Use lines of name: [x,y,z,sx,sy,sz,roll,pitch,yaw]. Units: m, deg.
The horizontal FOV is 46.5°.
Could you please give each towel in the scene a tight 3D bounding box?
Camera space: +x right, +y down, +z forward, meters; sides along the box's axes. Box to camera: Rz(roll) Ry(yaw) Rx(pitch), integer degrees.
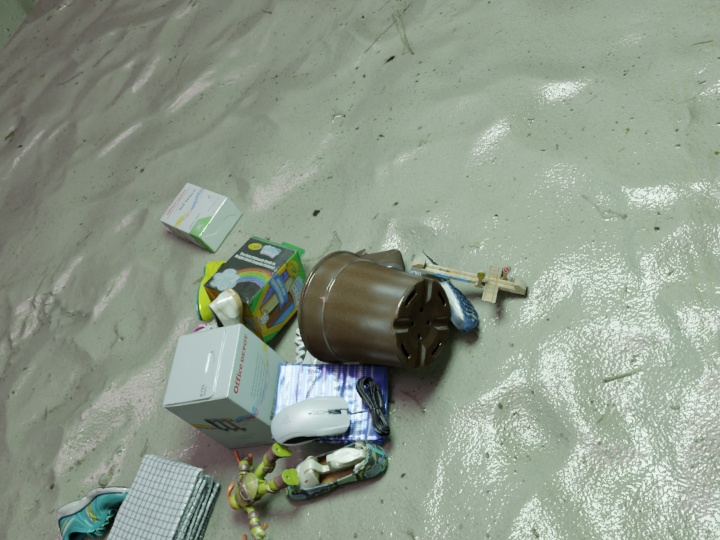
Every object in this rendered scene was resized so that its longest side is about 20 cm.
towel: [-0.354,0.444,1.503,0.165,0.086,0.201,1,61,35]
towel: [-0.051,0.227,1.447,0.199,0.024,0.146,0,61,6]

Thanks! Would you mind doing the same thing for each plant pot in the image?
plant pot: [0.031,0.076,1.415,0.198,0.200,0.201,9,64,42]

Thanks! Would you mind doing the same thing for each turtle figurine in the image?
turtle figurine: [-0.180,0.361,1.432,0.161,0.064,0.201,-43,39,26]

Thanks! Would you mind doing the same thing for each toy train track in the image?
toy train track: [0.188,0.002,1.443,0.199,0.033,0.115,12,33,9]

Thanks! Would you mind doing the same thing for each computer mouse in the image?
computer mouse: [-0.055,0.245,1.402,0.199,0.044,0.110,-13,59,0]

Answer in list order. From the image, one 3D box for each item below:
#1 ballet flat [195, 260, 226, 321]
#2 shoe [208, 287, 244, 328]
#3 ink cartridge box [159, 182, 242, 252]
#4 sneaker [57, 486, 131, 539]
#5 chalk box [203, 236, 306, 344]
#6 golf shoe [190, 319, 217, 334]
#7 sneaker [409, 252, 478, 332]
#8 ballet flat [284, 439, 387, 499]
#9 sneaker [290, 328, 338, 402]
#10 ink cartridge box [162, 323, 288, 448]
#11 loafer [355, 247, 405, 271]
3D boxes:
ballet flat: [-0.301,0.034,1.751,0.067,0.067,0.200,-14,29,4]
shoe: [-0.244,0.115,1.564,0.070,0.201,0.053,33,56,31]
ink cartridge box: [-0.383,-0.130,1.943,0.199,0.067,0.117,21,71,40]
sneaker: [-0.495,0.466,1.592,0.199,0.077,0.080,-32,55,22]
chalk box: [-0.185,0.024,1.642,0.124,0.124,0.200,18,50,32]
golf shoe: [-0.287,0.130,1.679,0.075,0.092,0.200,22,70,42]
sneaker: [0.137,0.056,1.483,0.085,0.077,0.200,-46,38,10]
ballet flat: [-0.054,0.328,1.402,0.199,0.074,0.075,-24,48,17]
sneaker: [-0.080,0.181,1.526,0.081,0.075,0.201,-10,54,16]
ink cartridge box: [-0.228,0.211,1.506,0.144,0.200,0.146,-12,52,25]
loafer: [0.000,0.000,1.612,0.199,0.073,0.071,-4,46,24]
